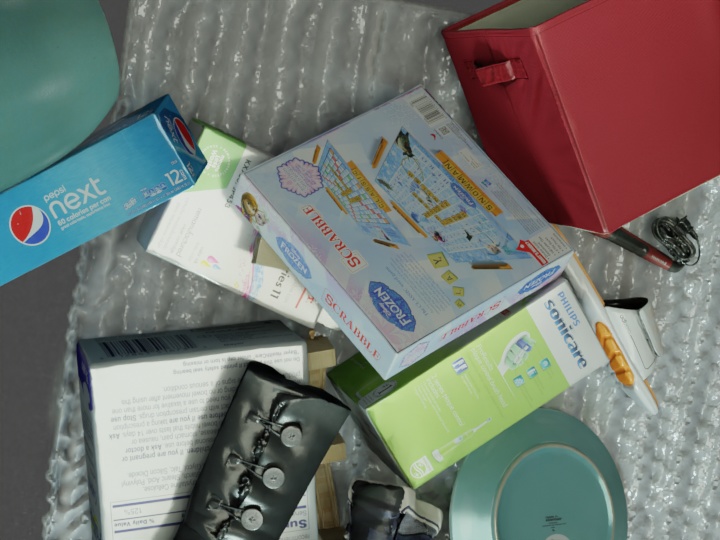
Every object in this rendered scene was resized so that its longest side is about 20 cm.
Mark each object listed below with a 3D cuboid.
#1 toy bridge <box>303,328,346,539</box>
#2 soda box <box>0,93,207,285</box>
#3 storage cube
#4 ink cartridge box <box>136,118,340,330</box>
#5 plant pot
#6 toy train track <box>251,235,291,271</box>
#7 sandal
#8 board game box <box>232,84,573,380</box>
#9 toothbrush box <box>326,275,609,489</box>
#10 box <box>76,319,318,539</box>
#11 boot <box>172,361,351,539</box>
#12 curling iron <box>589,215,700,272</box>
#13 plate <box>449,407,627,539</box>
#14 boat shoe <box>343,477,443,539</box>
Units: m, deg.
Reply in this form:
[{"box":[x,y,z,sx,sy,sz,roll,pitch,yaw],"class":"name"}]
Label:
[{"box":[-0.033,0.143,1.762,0.027,0.067,0.201,-9,110,-12],"class":"toy bridge"},{"box":[-0.225,-0.062,1.644,0.199,0.064,0.068,-26,105,14],"class":"soda box"},{"box":[0.200,-0.150,1.708,0.199,0.171,0.181,-27,105,-19],"class":"storage cube"},{"box":[-0.071,-0.031,1.723,0.199,0.067,0.118,25,92,-17],"class":"ink cartridge box"},{"box":[-0.282,-0.161,1.586,0.160,0.200,0.202,-22,105,-22],"class":"plant pot"},{"box":[0.000,0.000,1.698,0.199,0.032,0.115,11,90,-27],"class":"toy train track"},{"box":[0.224,0.032,1.805,0.059,0.079,0.207,-31,104,-4],"class":"sandal"},{"box":[0.035,-0.035,1.656,0.199,0.041,0.200,-28,66,-32],"class":"board game box"},{"box":[0.088,0.081,1.744,0.199,0.146,0.086,-31,105,-7],"class":"toothbrush box"},{"box":[-0.136,0.154,1.719,0.183,0.105,0.201,-5,100,-14],"class":"box"},{"box":[-0.059,0.193,1.665,0.164,0.066,0.201,24,88,-20],"class":"boot"},{"box":[0.210,-0.051,1.817,0.199,0.026,0.050,21,73,-12],"class":"curling iron"},{"box":[0.164,0.220,1.811,0.199,0.026,0.201,5,81,-34],"class":"plate"},{"box":[0.020,0.234,1.728,0.074,0.200,0.093,8,78,15],"class":"boat shoe"}]
